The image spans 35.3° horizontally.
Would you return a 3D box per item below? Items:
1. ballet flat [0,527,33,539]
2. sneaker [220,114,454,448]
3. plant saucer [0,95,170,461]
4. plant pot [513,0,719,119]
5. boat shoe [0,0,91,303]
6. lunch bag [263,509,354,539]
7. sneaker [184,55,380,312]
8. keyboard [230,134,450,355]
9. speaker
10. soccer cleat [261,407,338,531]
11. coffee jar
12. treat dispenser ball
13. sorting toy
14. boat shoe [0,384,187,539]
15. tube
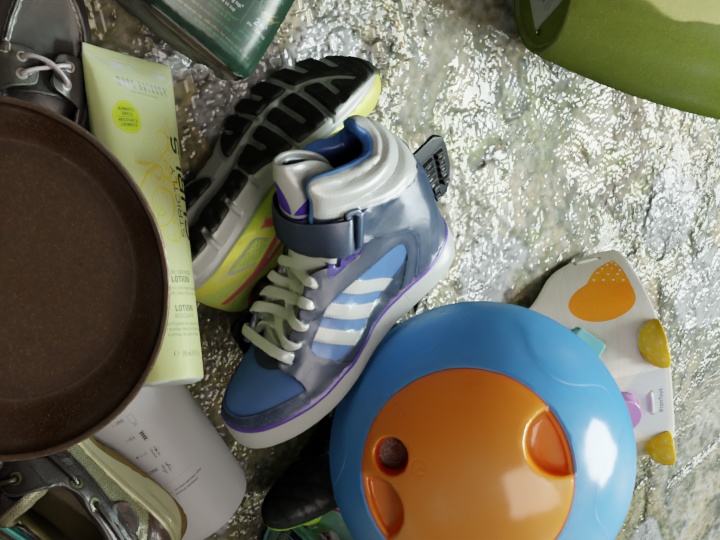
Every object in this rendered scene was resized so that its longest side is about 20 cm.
[{"bbox_3d":[-0.209,0.186,0.737,0.200,0.067,0.070,33,102,-35],"label":"ballet flat"},{"bbox_3d":[-0.038,-0.003,0.687,0.200,0.081,0.147,-45,133,-10],"label":"sneaker"},{"bbox_3d":[-0.199,0.004,0.618,0.200,0.037,0.201,1,100,3],"label":"plant saucer"},{"bbox_3d":[0.220,-0.200,0.822,0.200,0.187,0.187,-1,108,-17],"label":"plant pot"},{"bbox_3d":[-0.191,-0.076,0.655,0.067,0.057,0.200,7,103,-35],"label":"boat shoe"},{"bbox_3d":[-0.016,0.283,0.836,0.077,0.160,0.200,-2,109,-33],"label":"lunch bag"},{"bbox_3d":[-0.053,-0.056,0.750,0.200,0.078,0.090,-48,134,-3],"label":"sneaker"},{"bbox_3d":[0.000,0.000,0.791,0.200,0.040,0.104,-43,158,-11],"label":"keyboard"},{"bbox_3d":[-0.151,0.088,0.726,0.081,0.081,0.200,-38,124,-16],"label":"speaker"},{"bbox_3d":[-0.003,0.114,0.849,0.200,0.067,0.081,-37,114,-24],"label":"soccer cleat"},{"bbox_3d":[-0.058,-0.220,0.671,0.104,0.085,0.200,38,86,-33],"label":"coffee jar"},{"bbox_3d":[0.079,0.120,0.745,0.201,0.201,0.201,-12,113,-29],"label":"treat dispenser ball"},{"bbox_3d":[0.160,0.111,0.945,0.180,0.107,0.200,-15,116,-7],"label":"sorting toy"},{"bbox_3d":[-0.194,0.122,0.670,0.200,0.065,0.073,35,125,-12],"label":"boat shoe"},{"bbox_3d":[-0.128,-0.032,0.667,0.052,0.058,0.200,-6,83,-11],"label":"tube"}]
